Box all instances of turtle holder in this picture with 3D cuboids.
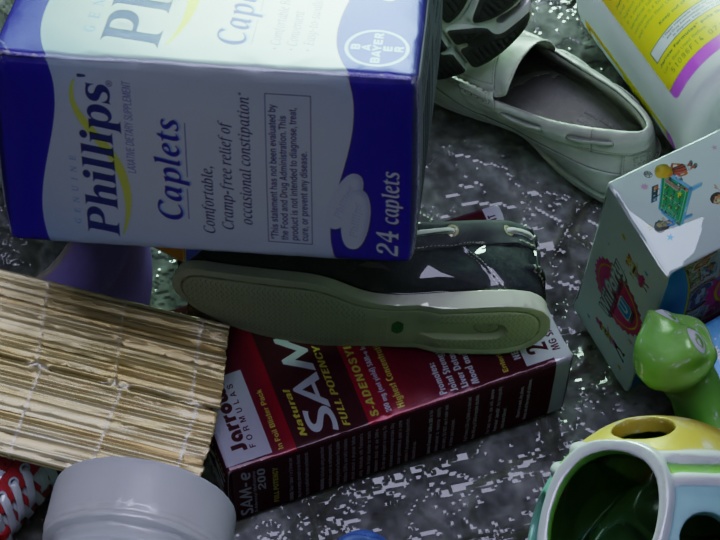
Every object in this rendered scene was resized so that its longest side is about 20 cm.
[{"bbox_3d":[0.154,0.126,1.000,0.141,0.132,0.186,31,84,42],"label":"turtle holder"}]

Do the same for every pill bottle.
[{"bbox_3d":[-0.123,0.201,0.991,0.113,0.115,0.202,8,57,3],"label":"pill bottle"},{"bbox_3d":[0.194,-0.150,1.221,0.103,0.105,0.201,-17,47,-12],"label":"pill bottle"}]

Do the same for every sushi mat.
[{"bbox_3d":[-0.169,0.051,1.052,0.198,0.012,0.097,14,69,-5],"label":"sushi mat"}]

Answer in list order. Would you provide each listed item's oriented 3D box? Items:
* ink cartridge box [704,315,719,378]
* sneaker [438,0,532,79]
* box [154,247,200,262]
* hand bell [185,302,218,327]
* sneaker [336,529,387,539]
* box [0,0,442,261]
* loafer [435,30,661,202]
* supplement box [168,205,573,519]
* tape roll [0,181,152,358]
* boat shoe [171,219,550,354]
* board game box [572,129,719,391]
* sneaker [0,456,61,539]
[{"bbox_3d":[0.279,0.048,1.109,0.199,0.068,0.117,-28,69,-10],"label":"ink cartridge box"},{"bbox_3d":[0.006,-0.163,1.212,0.198,0.081,0.084,-2,59,26],"label":"sneaker"},{"bbox_3d":[-0.112,-0.074,1.083,0.199,0.042,0.119,28,46,27],"label":"box"},{"bbox_3d":[-0.056,-0.052,1.138,0.103,0.105,0.201,15,53,8],"label":"hand bell"},{"bbox_3d":[0.045,0.207,1.010,0.077,0.085,0.200,-39,67,-23],"label":"sneaker"},{"bbox_3d":[-0.063,-0.106,1.008,0.198,0.106,0.185,3,38,5],"label":"box"},{"bbox_3d":[0.095,-0.117,1.227,0.199,0.070,0.070,33,62,18],"label":"loafer"},{"bbox_3d":[0.004,0.049,1.124,0.198,0.061,0.109,-18,60,-12],"label":"supplement box"},{"bbox_3d":[-0.216,-0.016,1.145,0.198,0.085,0.202,1,58,-1],"label":"tape roll"},{"bbox_3d":[0.000,0.000,1.075,0.198,0.072,0.068,4,64,-9],"label":"boat shoe"},{"bbox_3d":[0.220,-0.030,1.104,0.199,0.148,0.065,-25,67,-13],"label":"board game box"},{"bbox_3d":[-0.192,0.128,1.061,0.199,0.071,0.113,-29,58,-10],"label":"sneaker"}]
